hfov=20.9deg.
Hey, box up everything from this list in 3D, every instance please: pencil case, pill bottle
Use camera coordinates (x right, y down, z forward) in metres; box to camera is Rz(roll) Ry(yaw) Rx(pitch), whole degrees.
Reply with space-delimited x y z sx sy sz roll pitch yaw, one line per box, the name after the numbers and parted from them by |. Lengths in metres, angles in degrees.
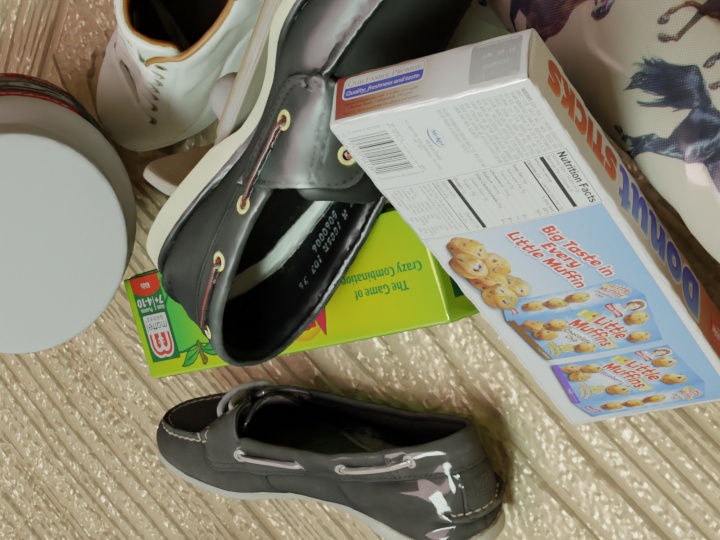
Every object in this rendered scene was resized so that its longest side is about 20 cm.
0.121 -0.059 0.681 0.078 0.089 0.200 -47 66 15 | pencil case
-0.165 -0.030 0.921 0.200 0.113 0.114 -140 41 -74 | pill bottle

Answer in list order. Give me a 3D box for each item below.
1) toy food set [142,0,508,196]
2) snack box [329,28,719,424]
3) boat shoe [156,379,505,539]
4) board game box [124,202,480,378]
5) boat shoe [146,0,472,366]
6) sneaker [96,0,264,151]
0.002 -0.120 0.740 0.060 0.143 0.200 48 135 25 | toy food set
0.068 -0.007 0.683 0.072 0.200 0.024 -12 51 26 | snack box
-0.018 0.075 0.891 0.200 0.067 0.057 12 123 39 | boat shoe
0.000 0.000 0.817 0.200 0.101 0.048 -13 94 50 | board game box
-0.006 -0.050 0.692 0.063 0.074 0.202 55 126 30 | boat shoe
-0.092 -0.113 0.895 0.073 0.084 0.200 60 141 11 | sneaker
